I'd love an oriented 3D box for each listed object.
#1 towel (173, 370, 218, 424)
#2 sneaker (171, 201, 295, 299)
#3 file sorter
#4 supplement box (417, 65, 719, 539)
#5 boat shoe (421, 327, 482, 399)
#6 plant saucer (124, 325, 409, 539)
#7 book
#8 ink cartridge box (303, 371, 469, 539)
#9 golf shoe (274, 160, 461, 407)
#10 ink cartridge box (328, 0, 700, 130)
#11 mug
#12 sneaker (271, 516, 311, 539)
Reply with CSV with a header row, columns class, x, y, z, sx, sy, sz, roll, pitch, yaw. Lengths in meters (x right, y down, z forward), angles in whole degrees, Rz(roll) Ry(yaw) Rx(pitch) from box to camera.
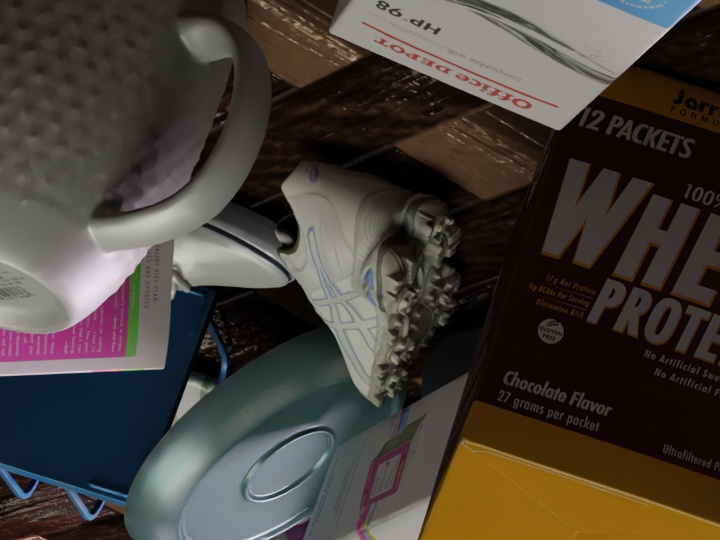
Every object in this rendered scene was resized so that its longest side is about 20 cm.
class,x,y,z,sx,sy,sz,roll,pitch,yaw
towel,-0.094,0.097,1.829,0.199,0.031,0.149,19,155,5
sneaker,-0.128,-0.005,1.556,0.199,0.071,0.073,8,155,24
file sorter,-0.196,0.070,1.686,0.199,0.139,0.123,16,161,11
supplement box,0.124,0.041,1.301,0.132,0.201,0.197,18,157,1
boat shoe,0.118,0.064,1.537,0.070,0.071,0.200,20,161,-33
plant saucer,-0.048,0.107,1.618,0.027,0.200,0.200,53,171,25
book,-0.178,-0.012,1.396,0.048,0.135,0.199,-2,178,42
ink cartridge box,0.075,0.139,1.518,0.144,0.085,0.200,27,155,-16
golf shoe,0.000,0.000,1.498,0.097,0.078,0.200,31,155,15
ink cartridge box,0.064,-0.126,1.143,0.115,0.067,0.200,22,157,-10
mug,-0.127,-0.067,1.279,0.199,0.176,0.148,2,152,35
sneaker,-0.066,0.222,1.931,0.199,0.141,0.078,13,157,13
